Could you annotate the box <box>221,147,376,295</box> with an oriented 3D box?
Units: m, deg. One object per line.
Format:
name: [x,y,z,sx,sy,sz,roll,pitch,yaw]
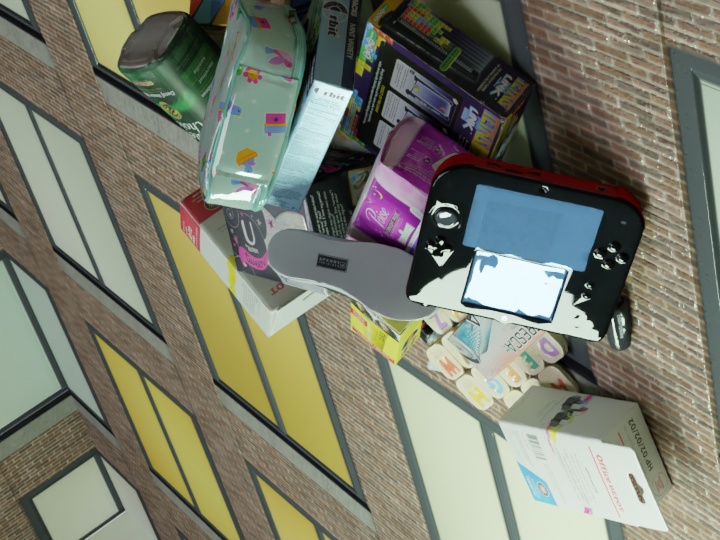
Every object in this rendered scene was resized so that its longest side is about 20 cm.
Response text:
box: [-0.063,-0.060,1.784,0.199,0.114,0.134,15,122,55]

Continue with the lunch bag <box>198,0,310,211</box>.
lunch bag: [-0.110,-0.174,1.581,0.161,0.076,0.202,-107,31,-66]

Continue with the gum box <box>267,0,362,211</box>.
gum box: [-0.048,-0.189,1.608,0.044,0.172,0.201,14,144,-12]

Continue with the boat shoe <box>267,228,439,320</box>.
boat shoe: [0.000,0.000,1.597,0.198,0.069,0.056,19,-175,23]

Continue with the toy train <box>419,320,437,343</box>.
toy train: [0.031,-0.005,1.868,0.200,0.085,0.115,47,147,22]

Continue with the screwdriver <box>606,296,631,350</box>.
screwdriver: [0.241,0.000,1.498,0.029,0.028,0.201,9,135,21]

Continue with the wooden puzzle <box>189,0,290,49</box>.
wooden puzzle: [-0.134,-0.327,1.693,0.184,0.037,0.203,11,104,50]

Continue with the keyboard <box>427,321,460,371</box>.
keyboard: [0.116,0.066,1.816,0.056,0.011,0.201,16,145,5]

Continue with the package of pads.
package of pads: [0.059,-0.060,1.567,0.120,0.076,0.200,33,155,3]

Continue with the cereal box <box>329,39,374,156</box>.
cereal box: [-0.008,-0.187,1.745,0.199,0.039,0.145,16,135,58]

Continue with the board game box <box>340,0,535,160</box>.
board game box: [0.071,-0.161,1.545,0.165,0.057,0.200,36,154,8]

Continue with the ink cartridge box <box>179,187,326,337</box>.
ink cartridge box: [-0.121,-0.037,2.048,0.200,0.144,0.084,50,158,16]

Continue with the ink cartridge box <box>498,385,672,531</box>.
ink cartridge box: [0.252,0.197,1.667,0.199,0.068,0.116,6,129,52]

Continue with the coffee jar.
coffee jar: [-0.168,-0.192,1.736,0.104,0.086,0.200,5,149,50]

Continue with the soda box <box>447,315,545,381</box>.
soda box: [0.165,0.038,1.610,0.068,0.064,0.200,44,148,4]

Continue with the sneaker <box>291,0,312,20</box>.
sneaker: [-0.094,-0.299,1.725,0.066,0.078,0.200,59,157,1]

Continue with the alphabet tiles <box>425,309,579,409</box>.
alphabet tiles: [0.149,0.089,1.755,0.196,0.015,0.200,46,146,-1]

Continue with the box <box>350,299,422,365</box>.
box: [0.028,0.048,1.731,0.075,0.050,0.200,39,170,7]

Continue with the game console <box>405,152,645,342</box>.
game console: [0.151,-0.018,1.458,0.197,0.031,0.178,13,127,1]
